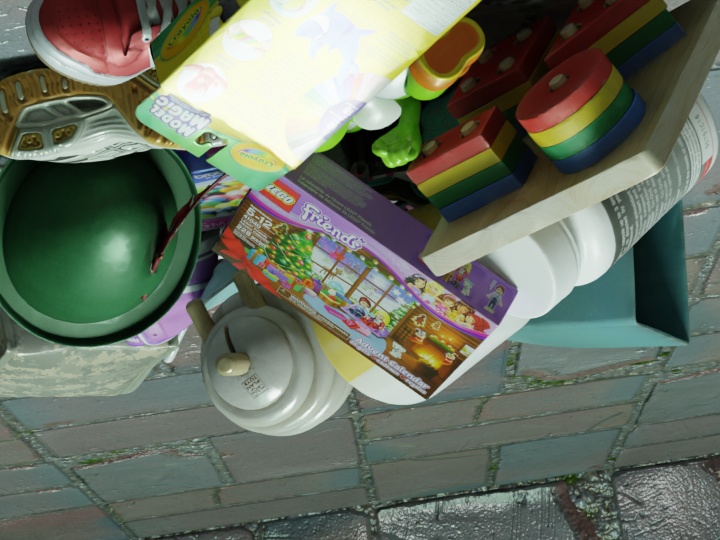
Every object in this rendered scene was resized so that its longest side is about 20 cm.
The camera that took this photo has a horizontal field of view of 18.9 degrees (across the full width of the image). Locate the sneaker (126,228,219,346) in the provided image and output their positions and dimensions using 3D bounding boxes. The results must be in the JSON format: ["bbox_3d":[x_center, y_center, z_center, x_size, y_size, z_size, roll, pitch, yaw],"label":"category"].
[{"bbox_3d":[-0.209,0.024,1.803,0.200,0.073,0.114,-10,128,-29],"label":"sneaker"}]

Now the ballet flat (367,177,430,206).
[{"bbox_3d":[0.022,-0.084,1.703,0.200,0.071,0.071,0,163,-31],"label":"ballet flat"}]

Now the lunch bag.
[{"bbox_3d":[-0.273,0.056,1.944,0.164,0.118,0.200,-1,159,-26],"label":"lunch bag"}]

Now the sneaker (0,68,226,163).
[{"bbox_3d":[-0.157,-0.115,1.484,0.200,0.076,0.088,-3,178,2],"label":"sneaker"}]

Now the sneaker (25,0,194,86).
[{"bbox_3d":[-0.098,-0.159,1.317,0.200,0.071,0.112,-5,171,-44],"label":"sneaker"}]

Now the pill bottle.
[{"bbox_3d":[0.162,-0.061,1.574,0.200,0.114,0.114,-41,-175,-32],"label":"pill bottle"}]

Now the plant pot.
[{"bbox_3d":[0.178,0.000,1.953,0.200,0.141,0.141,-8,167,27],"label":"plant pot"}]

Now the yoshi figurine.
[{"bbox_3d":[-0.003,-0.127,1.449,0.112,0.112,0.200,13,162,-16],"label":"yoshi figurine"}]

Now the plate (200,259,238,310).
[{"bbox_3d":[-0.061,-0.026,1.820,0.200,0.026,0.200,-32,178,-1],"label":"plate"}]

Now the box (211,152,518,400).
[{"bbox_3d":[0.000,0.000,1.565,0.200,0.039,0.137,35,146,-2],"label":"box"}]

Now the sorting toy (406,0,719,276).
[{"bbox_3d":[0.132,-0.113,1.435,0.199,0.200,0.070,-26,113,40],"label":"sorting toy"}]

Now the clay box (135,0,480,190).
[{"bbox_3d":[-0.033,-0.141,1.268,0.200,0.048,0.115,-40,132,22],"label":"clay box"}]

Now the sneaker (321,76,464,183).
[{"bbox_3d":[0.038,-0.099,1.590,0.200,0.084,0.121,-6,172,-40],"label":"sneaker"}]

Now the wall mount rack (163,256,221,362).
[{"bbox_3d":[-0.092,0.034,2.043,0.200,0.075,0.174,6,160,-41],"label":"wall mount rack"}]

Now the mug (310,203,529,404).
[{"bbox_3d":[0.048,0.014,1.667,0.186,0.150,0.153,-7,166,-39],"label":"mug"}]

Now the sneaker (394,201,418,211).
[{"bbox_3d":[0.024,-0.024,1.824,0.200,0.079,0.095,-28,164,7],"label":"sneaker"}]

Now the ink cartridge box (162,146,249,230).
[{"bbox_3d":[-0.130,-0.073,1.691,0.119,0.042,0.200,-11,164,7],"label":"ink cartridge box"}]

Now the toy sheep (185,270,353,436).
[{"bbox_3d":[-0.070,0.068,1.736,0.138,0.138,0.200,-16,176,26],"label":"toy sheep"}]

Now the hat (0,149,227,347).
[{"bbox_3d":[-0.172,-0.018,1.525,0.166,0.200,0.176,9,-168,-19],"label":"hat"}]
